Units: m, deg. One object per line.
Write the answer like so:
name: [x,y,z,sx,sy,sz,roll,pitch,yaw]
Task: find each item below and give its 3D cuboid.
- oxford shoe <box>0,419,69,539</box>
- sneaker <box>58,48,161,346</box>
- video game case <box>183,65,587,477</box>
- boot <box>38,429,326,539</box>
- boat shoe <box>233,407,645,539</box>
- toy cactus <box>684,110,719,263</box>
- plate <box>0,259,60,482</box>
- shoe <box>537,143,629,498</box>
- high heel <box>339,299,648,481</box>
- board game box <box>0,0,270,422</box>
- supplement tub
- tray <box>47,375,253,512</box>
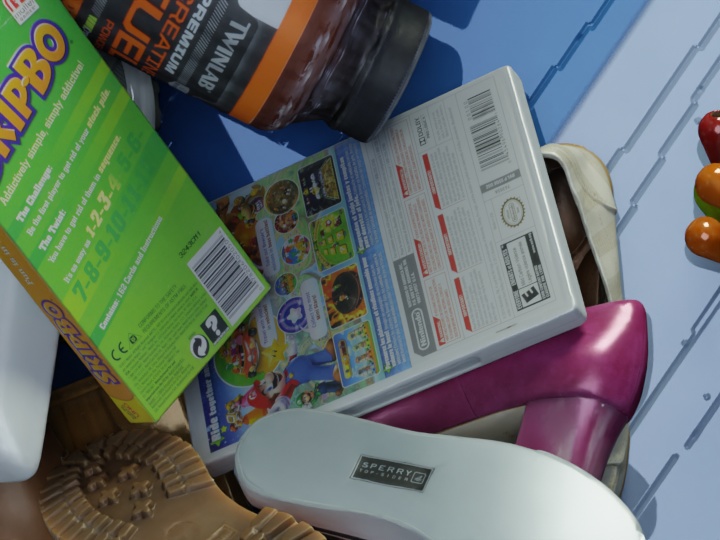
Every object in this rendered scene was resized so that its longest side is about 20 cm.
oxford shoe: [-0.174,0.088,1.055,0.071,0.071,0.201,-6,80,-14]
sneaker: [-0.141,-0.056,1.058,0.079,0.074,0.201,-5,72,-33]
video game case: [0.000,0.000,1.034,0.199,0.018,0.144,-23,56,17]
boot: [-0.072,0.146,0.981,0.075,0.107,0.200,-38,40,-22]
boat shoe: [0.036,0.120,0.962,0.199,0.068,0.074,9,51,24]
toy cactus: [0.216,0.028,1.002,0.200,0.102,0.166,39,138,37]
plate: [-0.223,0.002,1.033,0.199,0.032,0.201,-4,70,33]
shoe: [0.094,0.037,1.048,0.070,0.053,0.201,-2,87,9]
high heel: [0.043,0.049,1.031,0.199,0.067,0.096,5,68,43]
board game box: [-0.128,-0.036,0.979,0.096,0.030,0.200,-50,118,-33]
supplement tub: [-0.068,-0.135,1.022,0.199,0.107,0.107,26,91,-8]
tray: [-0.099,0.147,1.081,0.098,0.037,0.201,-21,84,7]
